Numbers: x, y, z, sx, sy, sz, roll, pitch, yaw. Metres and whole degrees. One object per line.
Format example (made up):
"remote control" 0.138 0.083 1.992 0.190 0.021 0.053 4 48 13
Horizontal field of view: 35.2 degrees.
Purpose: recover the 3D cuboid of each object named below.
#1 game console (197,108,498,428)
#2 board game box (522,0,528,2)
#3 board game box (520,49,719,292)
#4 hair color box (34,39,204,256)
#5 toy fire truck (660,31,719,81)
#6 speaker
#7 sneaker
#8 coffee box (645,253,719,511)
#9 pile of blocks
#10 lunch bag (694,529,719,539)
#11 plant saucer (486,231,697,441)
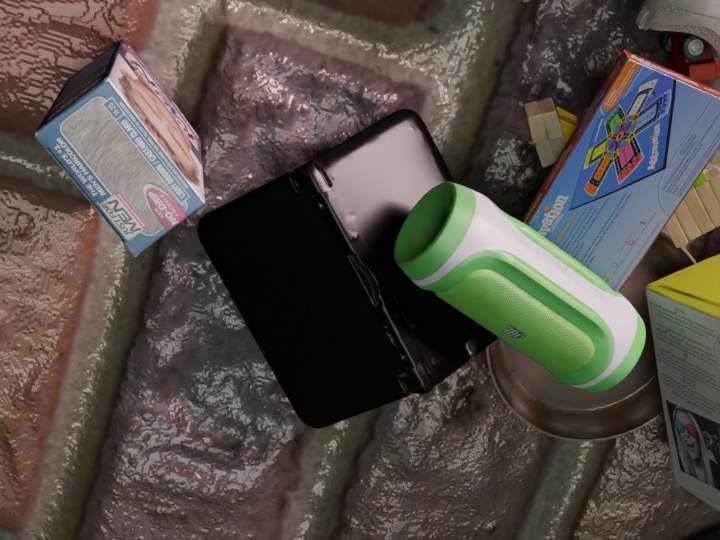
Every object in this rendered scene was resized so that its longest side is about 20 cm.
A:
"game console" 0.000 0.000 0.919 0.176 0.116 0.201 -34 101 -28
"board game box" 0.185 -0.298 0.826 0.199 0.034 0.135 -23 85 0
"board game box" 0.197 -0.064 0.880 0.103 0.019 0.200 19 122 -15
"hair color box" -0.159 -0.092 0.783 0.060 0.200 0.100 -35 110 4
"toy fire truck" 0.311 -0.206 0.896 0.140 0.049 0.201 -9 109 -6
"speaker" 0.124 0.015 0.870 0.200 0.088 0.089 33 101 -22
"sneaker" 0.296 -0.191 0.848 0.199 0.075 0.082 15 133 -17
"coffee box" 0.378 0.089 0.905 0.199 0.200 0.199 -21 111 -17
"pile of blocks" 0.215 -0.097 0.908 0.199 0.062 0.082 27 119 -20
"lunch bag" 0.378 0.329 1.038 0.199 0.139 0.168 -24 110 1
"plant saucer" 0.201 0.050 0.975 0.199 0.032 0.201 -3 109 -8
